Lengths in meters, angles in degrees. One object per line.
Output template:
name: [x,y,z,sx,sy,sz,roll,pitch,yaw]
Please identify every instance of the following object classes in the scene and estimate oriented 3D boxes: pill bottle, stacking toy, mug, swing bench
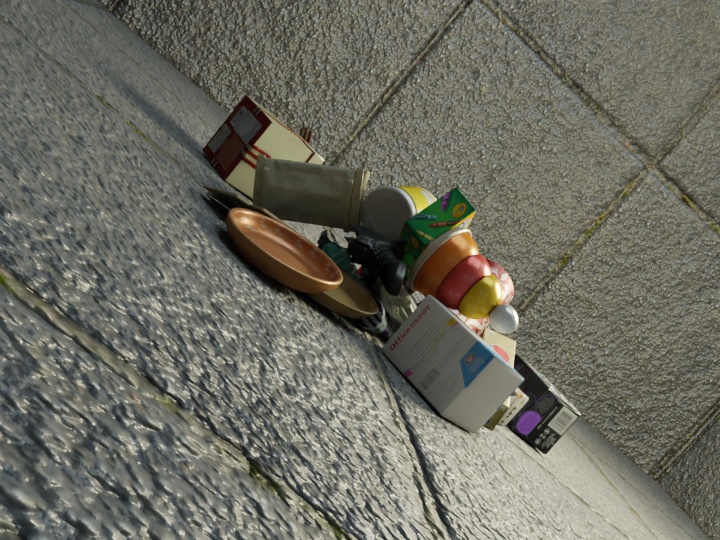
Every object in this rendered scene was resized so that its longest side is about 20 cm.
pill bottle: [0.088,-0.109,1.784,0.111,0.111,0.200,43,20,17]
stacking toy: [0.193,0.037,1.582,0.200,0.146,0.146,46,7,20]
mug: [0.196,0.058,1.747,0.133,0.200,0.178,33,-38,28]
swing bench: [-0.093,-0.144,1.768,0.199,0.130,0.200,9,5,4]

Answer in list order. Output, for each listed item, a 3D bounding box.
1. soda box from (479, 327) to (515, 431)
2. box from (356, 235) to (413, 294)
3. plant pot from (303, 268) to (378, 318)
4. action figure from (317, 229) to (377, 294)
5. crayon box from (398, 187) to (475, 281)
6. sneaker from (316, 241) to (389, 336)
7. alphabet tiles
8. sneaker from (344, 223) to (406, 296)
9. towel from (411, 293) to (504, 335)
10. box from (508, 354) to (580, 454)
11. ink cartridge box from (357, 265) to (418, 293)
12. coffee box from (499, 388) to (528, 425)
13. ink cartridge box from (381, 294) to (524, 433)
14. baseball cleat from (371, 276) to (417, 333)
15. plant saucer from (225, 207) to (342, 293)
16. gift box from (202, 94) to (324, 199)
soda box: [0.230,0.191,1.649,0.068,0.064,0.200,26,32,-2]
box: [0.088,-0.039,1.874,0.160,0.044,0.200,52,25,2]
plant pot: [-0.060,0.021,1.509,0.200,0.028,0.200,32,12,-7]
action figure: [0.000,0.000,1.757,0.200,0.119,0.102,35,43,7]
crayon box: [0.131,-0.062,1.677,0.058,0.119,0.200,52,-16,13]
sneaker: [-0.019,0.038,1.641,0.200,0.074,0.088,56,0,29]
alphabet tiles: [-0.169,-0.087,1.552,0.166,0.006,0.200,19,-12,45]
sneaker: [0.022,-0.022,1.595,0.104,0.060,0.200,15,25,-5]
towel: [0.187,0.105,1.898,0.200,0.165,0.086,-127,-151,-58]
box: [0.373,0.290,2.014,0.106,0.122,0.200,39,6,-19]
ink cartridge box: [0.058,0.023,1.958,0.200,0.116,0.067,38,7,-38]
coffee box: [0.248,0.234,1.815,0.114,0.080,0.200,44,6,25]
ink cartridge box: [0.145,0.148,1.529,0.125,0.129,0.200,36,7,-48]
baseball cleat: [0.079,0.075,1.676,0.107,0.070,0.200,-116,-177,-48]
plant saucer: [-0.120,-0.025,1.386,0.200,0.037,0.200,31,14,-9]
gift box: [-0.203,-0.253,1.976,0.187,0.185,0.200,34,15,-39]
